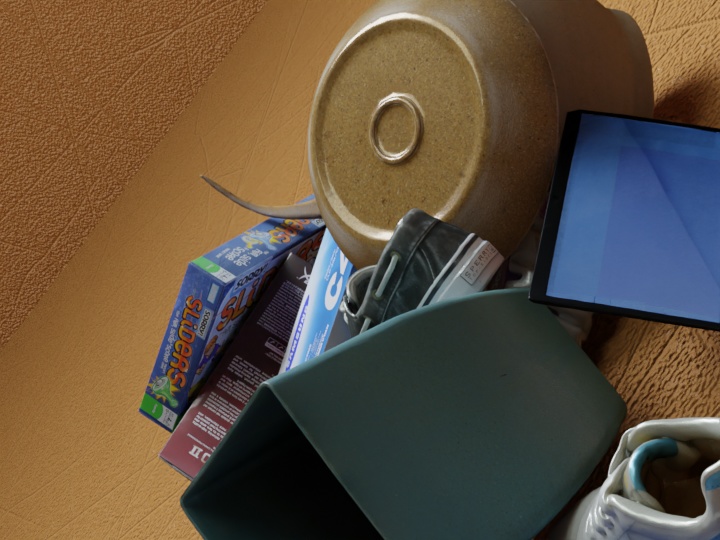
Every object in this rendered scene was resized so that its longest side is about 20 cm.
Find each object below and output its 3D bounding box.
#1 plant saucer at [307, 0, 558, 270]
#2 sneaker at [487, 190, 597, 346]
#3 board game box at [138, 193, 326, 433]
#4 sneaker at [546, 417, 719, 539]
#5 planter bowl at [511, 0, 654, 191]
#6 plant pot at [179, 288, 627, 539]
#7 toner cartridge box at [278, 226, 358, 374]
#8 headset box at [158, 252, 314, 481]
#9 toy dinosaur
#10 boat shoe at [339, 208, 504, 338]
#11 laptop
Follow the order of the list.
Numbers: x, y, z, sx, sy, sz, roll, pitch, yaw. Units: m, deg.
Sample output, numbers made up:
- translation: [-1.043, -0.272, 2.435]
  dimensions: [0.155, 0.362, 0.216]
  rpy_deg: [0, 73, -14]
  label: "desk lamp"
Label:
- translation: [0.031, -0.085, 1.056]
  dimensions: [0.199, 0.035, 0.202]
  rpy_deg: [-3, 86, 42]
  label: "plant saucer"
- translation: [0.099, 0.047, 1.065]
  dimensions: [0.201, 0.080, 0.088]
  rpy_deg: [-61, 5, -15]
  label: "sneaker"
- translation: [-0.084, 0.027, 1.297]
  dimensions: [0.200, 0.034, 0.136]
  rpy_deg: [-34, -30, -56]
  label: "board game box"
- translation: [0.142, 0.109, 0.794]
  dimensions: [0.200, 0.081, 0.077]
  rpy_deg: [-31, 30, 57]
  label: "sneaker"
- translation: [0.116, -0.115, 1.154]
  dimensions: [0.200, 0.134, 0.202]
  rpy_deg: [178, 90, -77]
  label: "planter bowl"
- translation: [0.037, 0.104, 0.912]
  dimensions: [0.199, 0.142, 0.142]
  rpy_deg: [-29, -15, -38]
  label: "plant pot"
- translation: [0.000, 0.000, 1.156]
  dimensions: [0.095, 0.043, 0.202]
  rpy_deg: [-142, 70, -74]
  label: "toner cartridge box"
- translation: [-0.064, 0.105, 1.292]
  dimensions: [0.201, 0.075, 0.149]
  rpy_deg: [-57, -16, -9]
  label: "headset box"
- translation: [-0.007, -0.050, 1.285]
  dimensions: [0.199, 0.061, 0.106]
  rpy_deg: [-20, 48, -18]
  label: "toy dinosaur"
- translation: [0.024, 0.023, 1.029]
  dimensions: [0.072, 0.071, 0.200]
  rpy_deg: [-45, -8, -36]
  label: "boat shoe"
- translation: [0.204, -0.064, 0.924]
  dimensions: [0.200, 0.103, 0.178]
  rpy_deg: [-41, 21, 39]
  label: "laptop"
